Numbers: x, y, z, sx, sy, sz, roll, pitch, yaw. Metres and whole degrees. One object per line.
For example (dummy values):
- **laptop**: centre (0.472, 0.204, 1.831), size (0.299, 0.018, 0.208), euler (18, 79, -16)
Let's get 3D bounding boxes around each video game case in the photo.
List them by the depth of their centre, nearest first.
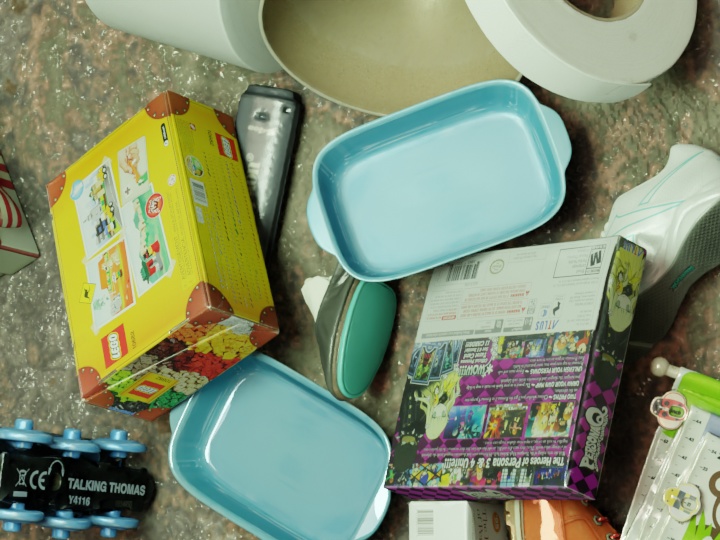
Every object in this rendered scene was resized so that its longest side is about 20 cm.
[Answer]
- **video game case**: centre (0.107, 0.071, 1.669), size (0.199, 0.036, 0.183), euler (-8, 64, 52)

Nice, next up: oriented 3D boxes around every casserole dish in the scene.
- **casserole dish**: centre (0.059, -0.061, 1.730), size (0.199, 0.039, 0.122), euler (-20, 73, 4)
- **casserole dish**: centre (-0.056, 0.141, 1.796), size (0.199, 0.039, 0.122), euler (28, 93, 26)

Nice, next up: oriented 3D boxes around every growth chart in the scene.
- **growth chart**: centre (0.248, 0.174, 1.637), size (0.144, 0.018, 0.201), euler (14, 84, 6)

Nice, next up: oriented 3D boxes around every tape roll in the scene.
- **tape roll**: centre (0.152, -0.217, 1.667), size (0.037, 0.202, 0.204), euler (-30, 68, 50)
- **tape roll**: centre (-0.104, -0.263, 1.794), size (0.138, 0.202, 0.204), euler (19, 91, 27)

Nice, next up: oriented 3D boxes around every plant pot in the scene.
- **plant pot**: centre (0.034, -0.224, 1.742), size (0.199, 0.200, 0.135), euler (-6, 56, 25)

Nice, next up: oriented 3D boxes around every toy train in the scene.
- **toy train**: centre (-0.249, 0.159, 1.813), size (0.114, 0.199, 0.087), euler (3, 84, 37)

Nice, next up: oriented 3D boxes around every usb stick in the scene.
- **usb stick**: centre (-0.088, -0.044, 1.849), size (0.055, 0.033, 0.202), euler (10, 87, 28)

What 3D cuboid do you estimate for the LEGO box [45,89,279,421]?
- **LEGO box**: centre (-0.155, -0.011, 1.812), size (0.149, 0.077, 0.201), euler (-34, 54, 32)

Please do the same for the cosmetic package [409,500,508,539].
- **cosmetic package**: centre (0.073, 0.268, 1.699), size (0.050, 0.082, 0.202), euler (-4, 82, 23)

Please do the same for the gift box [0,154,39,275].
- **gift box**: centre (-0.384, -0.054, 1.910), size (0.186, 0.200, 0.185), euler (-31, 76, 18)

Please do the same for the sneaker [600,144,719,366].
- **sneaker**: centre (0.199, -0.004, 1.690), size (0.200, 0.070, 0.080), euler (-47, 46, 14)

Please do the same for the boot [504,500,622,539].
- **boot**: centre (0.153, 0.187, 1.686), size (0.106, 0.075, 0.202), euler (-1, 78, 9)

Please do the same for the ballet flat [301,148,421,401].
- **ballet flat**: centre (0.000, 0.000, 1.784), size (0.068, 0.068, 0.201), euler (11, 76, 37)
